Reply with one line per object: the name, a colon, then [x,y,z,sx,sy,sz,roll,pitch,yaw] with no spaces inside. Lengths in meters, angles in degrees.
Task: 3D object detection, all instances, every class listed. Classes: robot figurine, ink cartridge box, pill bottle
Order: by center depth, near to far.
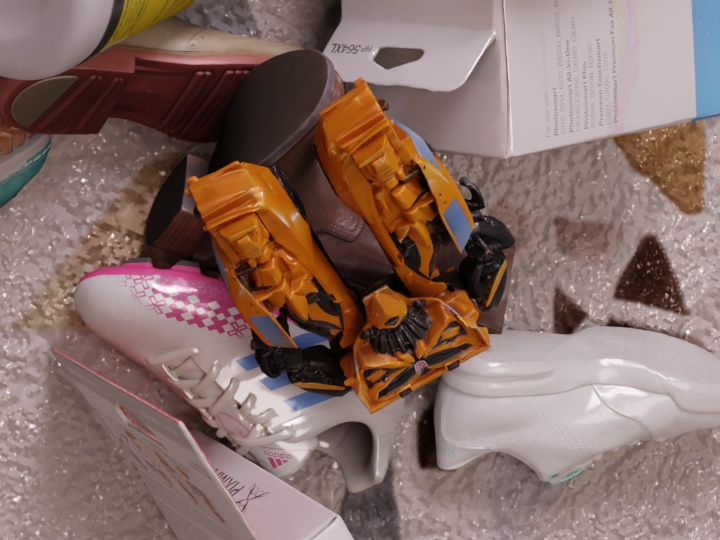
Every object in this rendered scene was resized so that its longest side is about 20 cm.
pill bottle: [-0.112,-0.173,1.044,0.200,0.112,0.113,-38,116,-50]
robot figurine: [0.000,0.000,1.070,0.144,0.058,0.200,-30,141,4]
ink cartridge box: [-0.064,0.114,1.099,0.045,0.200,0.177,-35,111,-16]
ink cartridge box: [0.084,-0.134,1.143,0.199,0.128,0.127,-13,104,-39]

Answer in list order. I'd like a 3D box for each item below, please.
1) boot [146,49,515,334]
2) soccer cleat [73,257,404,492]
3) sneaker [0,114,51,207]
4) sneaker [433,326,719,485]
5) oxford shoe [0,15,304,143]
boot: [0.014,-0.029,1.137,0.199,0.186,0.065,21,60,-23]
soccer cleat: [-0.060,0.058,1.154,0.199,0.070,0.087,21,61,-27]
sneaker: [-0.236,-0.016,1.079,0.199,0.071,0.080,-32,143,-28]
sneaker: [0.132,0.084,1.268,0.198,0.075,0.089,4,109,-20]
oxford shoe: [-0.100,-0.114,1.121,0.199,0.070,0.075,2,56,-42]
